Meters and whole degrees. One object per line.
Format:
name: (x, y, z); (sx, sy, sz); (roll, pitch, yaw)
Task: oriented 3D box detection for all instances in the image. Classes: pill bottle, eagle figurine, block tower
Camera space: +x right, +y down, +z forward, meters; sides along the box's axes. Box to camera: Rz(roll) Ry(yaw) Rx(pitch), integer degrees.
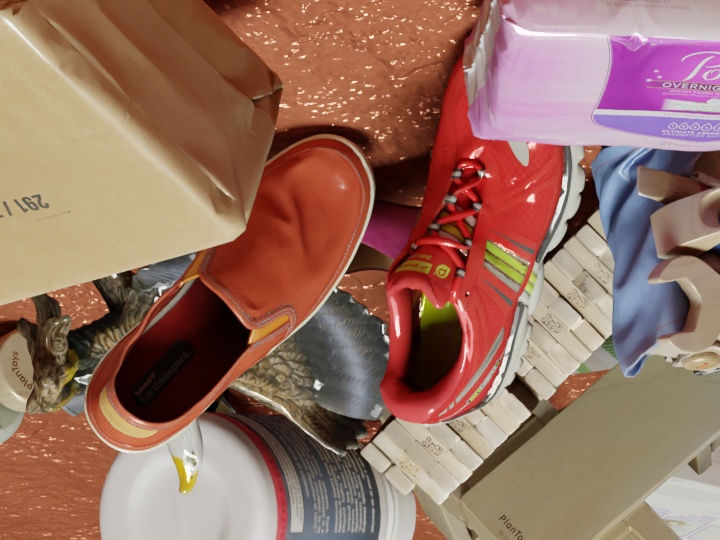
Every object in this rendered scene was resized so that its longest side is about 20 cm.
pill bottle: (-0.053, 0.146, 1.673); (0.119, 0.120, 0.200); (-14, 169, 30)
eagle figurine: (-0.084, 0.047, 1.534); (0.199, 0.152, 0.152); (-8, 124, -11)
block tower: (0.088, 0.044, 1.524); (0.054, 0.058, 0.200); (44, 116, 0)

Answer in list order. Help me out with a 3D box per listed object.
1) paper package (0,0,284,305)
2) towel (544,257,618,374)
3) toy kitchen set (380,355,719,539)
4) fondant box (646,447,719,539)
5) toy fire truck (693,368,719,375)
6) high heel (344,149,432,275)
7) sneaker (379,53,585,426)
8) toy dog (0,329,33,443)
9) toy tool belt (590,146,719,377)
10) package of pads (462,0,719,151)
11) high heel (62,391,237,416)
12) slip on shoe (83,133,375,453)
paper package: (-0.172, -0.081, 1.275); (0.199, 0.104, 0.191); (-15, 139, 31)
towel: (0.151, 0.018, 1.615); (0.199, 0.024, 0.152); (-10, 153, 26)
toy kitchen set: (0.147, 0.130, 1.659); (0.163, 0.200, 0.181); (-39, 155, -8)
fondant box: (0.209, 0.155, 1.872); (0.144, 0.059, 0.200); (13, 152, -24)
toy fire truck: (0.264, 0.020, 1.502); (0.140, 0.049, 0.200); (-16, 169, 25)
high heel: (0.000, 0.000, 1.487); (0.199, 0.097, 0.067); (-21, 148, 40)
sneaker: (0.053, -0.013, 1.361); (0.077, 0.201, 0.085); (20, -155, 29)
toy dog: (-0.276, 0.077, 1.666); (0.199, 0.097, 0.132); (7, 155, -14)
toy tool belt: (0.159, 0.002, 1.367); (0.122, 0.201, 0.125); (11, 146, -27)
package of pads: (0.150, -0.108, 1.268); (0.199, 0.076, 0.121); (3, 157, -4)
high heel: (-0.077, 0.094, 1.730); (0.142, 0.072, 0.200); (-16, 145, 36)
slip on shoe: (-0.062, 0.012, 1.422); (0.074, 0.200, 0.061); (44, 168, -4)
